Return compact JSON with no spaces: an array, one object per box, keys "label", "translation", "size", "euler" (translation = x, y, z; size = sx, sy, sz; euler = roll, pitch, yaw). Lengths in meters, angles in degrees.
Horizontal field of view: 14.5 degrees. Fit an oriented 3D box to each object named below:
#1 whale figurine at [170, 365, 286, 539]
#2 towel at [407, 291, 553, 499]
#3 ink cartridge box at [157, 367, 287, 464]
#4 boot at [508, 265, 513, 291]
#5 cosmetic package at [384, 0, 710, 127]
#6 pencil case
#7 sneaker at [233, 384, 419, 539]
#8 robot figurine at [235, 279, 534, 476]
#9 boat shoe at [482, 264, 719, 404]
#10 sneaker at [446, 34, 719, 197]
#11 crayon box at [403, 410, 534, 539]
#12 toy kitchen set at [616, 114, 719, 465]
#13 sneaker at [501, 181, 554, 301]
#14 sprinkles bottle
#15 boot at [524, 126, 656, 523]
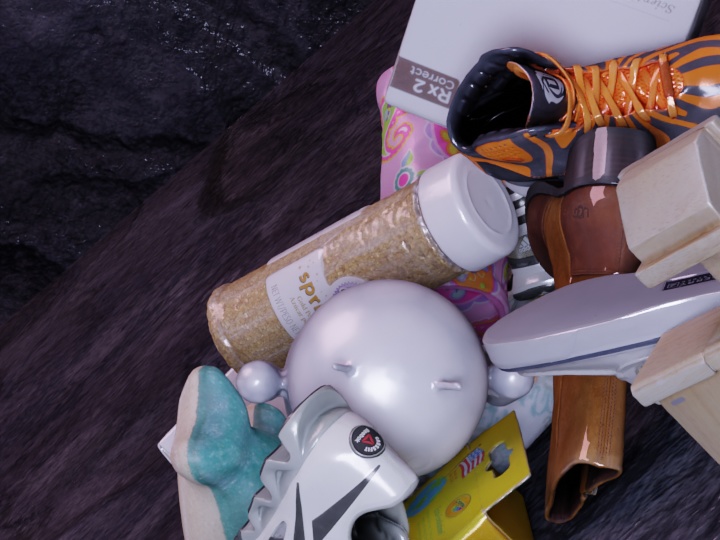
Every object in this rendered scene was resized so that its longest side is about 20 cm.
[{"label":"whale figurine","translation":[-0.051,0.141,1.683],"size":[0.104,0.200,0.159],"euler":[-5,47,15]},{"label":"towel","translation":[0.080,0.077,1.784],"size":[0.171,0.048,0.200],"euler":[-47,12,-12]},{"label":"ink cartridge box","translation":[-0.047,0.105,1.885],"size":[0.146,0.084,0.200],"euler":[-46,-10,-5]},{"label":"boot","translation":[0.130,-0.054,1.968],"size":[0.200,0.077,0.155],"euler":[-60,-6,2]},{"label":"cosmetic package","translation":[0.133,-0.181,1.733],"size":[0.200,0.165,0.165],"euler":[-62,-10,-58]},{"label":"pencil case","translation":[0.052,-0.047,1.817],"size":[0.087,0.087,0.200],"euler":[-35,45,40]},{"label":"sneaker","translation":[-0.019,0.153,1.545],"size":[0.074,0.088,0.200],"euler":[-45,-15,-34]},{"label":"robot figurine","translation":[0.012,0.064,1.621],"size":[0.169,0.113,0.200],"euler":[-4,-4,-5]},{"label":"boat shoe","translation":[0.161,0.035,1.441],"size":[0.200,0.066,0.072],"euler":[-13,18,20]},{"label":"sneaker","translation":[0.139,-0.092,1.586],"size":[0.200,0.078,0.112],"euler":[-19,-21,26]},{"label":"crayon box","translation":[0.032,0.175,1.579],"size":[0.200,0.051,0.127],"euler":[-43,11,9]},{"label":"toy kitchen set","translation":[0.165,0.048,1.275],"size":[0.200,0.163,0.181],"euler":[-31,17,50]},{"label":"sneaker","translation":[0.133,-0.055,1.803],"size":[0.076,0.116,0.200],"euler":[-15,4,21]},{"label":"sprinkles bottle","translation":[0.000,0.000,1.722],"size":[0.200,0.068,0.068],"euler":[-29,17,30]},{"label":"boot","translation":[0.128,0.043,1.579],"size":[0.188,0.068,0.200],"euler":[131,146,-69]}]
